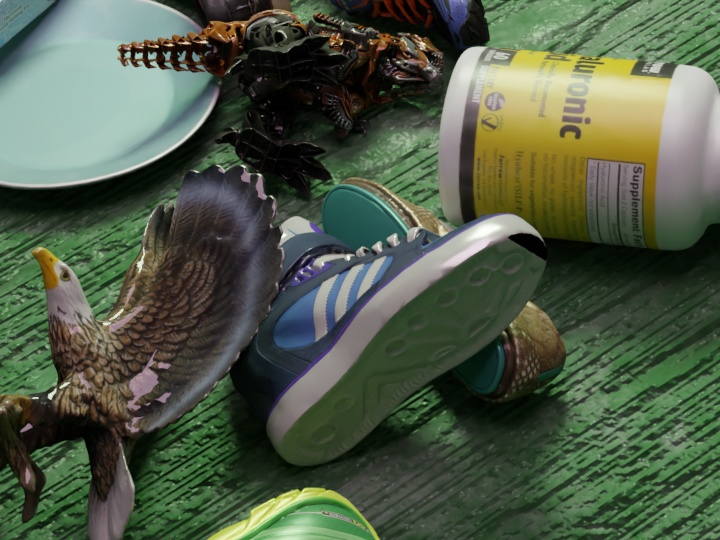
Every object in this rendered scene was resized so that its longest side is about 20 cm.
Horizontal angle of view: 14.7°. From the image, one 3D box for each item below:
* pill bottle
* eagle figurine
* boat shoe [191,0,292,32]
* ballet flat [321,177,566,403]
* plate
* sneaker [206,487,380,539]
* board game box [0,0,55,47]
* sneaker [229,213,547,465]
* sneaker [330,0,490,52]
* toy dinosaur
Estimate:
[{"bbox_3d":[0.153,-0.070,1.666,0.199,0.112,0.112,6,44,13],"label":"pill bottle"},{"bbox_3d":[-0.130,0.041,1.552,0.200,0.151,0.152,-34,49,-27],"label":"eagle figurine"},{"bbox_3d":[-0.110,-0.214,1.884,0.060,0.074,0.200,-24,42,-12],"label":"boat shoe"},{"bbox_3d":[0.051,0.012,1.638,0.065,0.071,0.200,-2,37,-38],"label":"ballet flat"},{"bbox_3d":[-0.187,-0.111,1.820,0.199,0.026,0.201,-3,43,3],"label":"plate"},{"bbox_3d":[-0.066,0.182,1.446,0.200,0.074,0.083,-33,44,-26],"label":"sneaker"},{"bbox_3d":[-0.321,-0.199,1.863,0.199,0.043,0.199,28,51,21],"label":"board game box"},{"bbox_3d":[0.000,0.000,1.580,0.200,0.080,0.147,-42,48,17],"label":"sneaker"},{"bbox_3d":[0.019,-0.191,1.856,0.078,0.076,0.200,-32,39,-13],"label":"sneaker"},{"bbox_3d":[-0.047,-0.122,1.777,0.199,0.103,0.136,-13,28,6],"label":"toy dinosaur"}]
